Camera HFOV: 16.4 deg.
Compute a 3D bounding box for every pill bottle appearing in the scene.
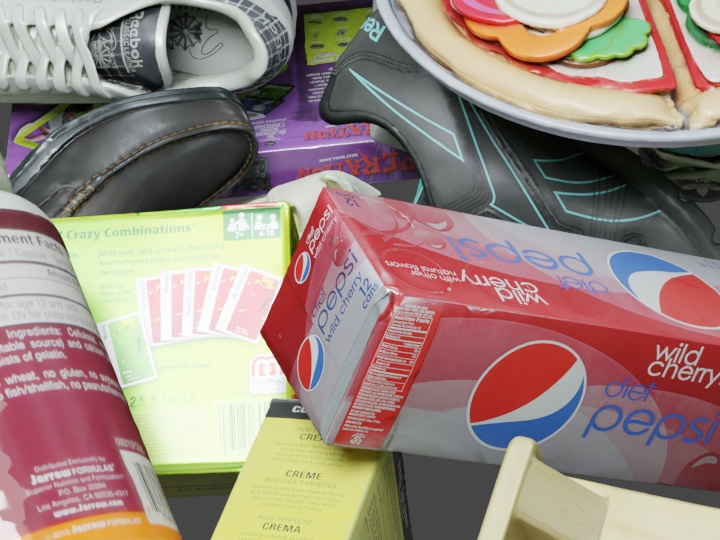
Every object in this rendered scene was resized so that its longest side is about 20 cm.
[{"bbox_3d":[-0.141,0.044,0.851,0.114,0.114,0.201,-18,68,-17],"label":"pill bottle"}]

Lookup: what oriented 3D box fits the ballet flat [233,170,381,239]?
[{"bbox_3d":[0.000,0.000,0.995,0.199,0.069,0.068,25,46,35],"label":"ballet flat"}]

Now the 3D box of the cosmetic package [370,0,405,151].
[{"bbox_3d":[0.063,-0.123,1.122,0.101,0.072,0.201,18,34,-12],"label":"cosmetic package"}]

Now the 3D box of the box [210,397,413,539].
[{"bbox_3d":[-0.030,0.133,0.818,0.050,0.076,0.200,4,39,15],"label":"box"}]

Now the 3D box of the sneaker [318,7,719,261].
[{"bbox_3d":[0.070,-0.030,0.989,0.200,0.075,0.079,44,87,4],"label":"sneaker"}]

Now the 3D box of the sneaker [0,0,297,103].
[{"bbox_3d":[-0.128,-0.105,1.089,0.198,0.077,0.081,-4,22,5],"label":"sneaker"}]

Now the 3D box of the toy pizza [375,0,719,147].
[{"bbox_3d":[0.104,-0.116,0.941,0.199,0.032,0.201,1,40,-1],"label":"toy pizza"}]

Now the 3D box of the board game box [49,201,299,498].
[{"bbox_3d":[-0.121,0.035,0.940,0.198,0.048,0.102,-3,74,3],"label":"board game box"}]

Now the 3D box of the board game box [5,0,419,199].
[{"bbox_3d":[-0.060,-0.077,1.140,0.198,0.032,0.120,-5,34,1],"label":"board game box"}]

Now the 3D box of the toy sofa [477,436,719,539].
[{"bbox_3d":[0.134,0.127,0.813,0.199,0.098,0.083,10,64,20],"label":"toy sofa"}]

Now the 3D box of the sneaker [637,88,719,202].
[{"bbox_3d":[0.145,-0.061,1.005,0.071,0.080,0.200,11,16,14],"label":"sneaker"}]

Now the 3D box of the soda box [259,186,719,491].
[{"bbox_3d":[0.070,0.028,0.883,0.199,0.064,0.070,10,29,-31],"label":"soda box"}]

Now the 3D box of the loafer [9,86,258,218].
[{"bbox_3d":[-0.121,-0.008,1.029,0.199,0.073,0.072,-31,51,-16],"label":"loafer"}]
